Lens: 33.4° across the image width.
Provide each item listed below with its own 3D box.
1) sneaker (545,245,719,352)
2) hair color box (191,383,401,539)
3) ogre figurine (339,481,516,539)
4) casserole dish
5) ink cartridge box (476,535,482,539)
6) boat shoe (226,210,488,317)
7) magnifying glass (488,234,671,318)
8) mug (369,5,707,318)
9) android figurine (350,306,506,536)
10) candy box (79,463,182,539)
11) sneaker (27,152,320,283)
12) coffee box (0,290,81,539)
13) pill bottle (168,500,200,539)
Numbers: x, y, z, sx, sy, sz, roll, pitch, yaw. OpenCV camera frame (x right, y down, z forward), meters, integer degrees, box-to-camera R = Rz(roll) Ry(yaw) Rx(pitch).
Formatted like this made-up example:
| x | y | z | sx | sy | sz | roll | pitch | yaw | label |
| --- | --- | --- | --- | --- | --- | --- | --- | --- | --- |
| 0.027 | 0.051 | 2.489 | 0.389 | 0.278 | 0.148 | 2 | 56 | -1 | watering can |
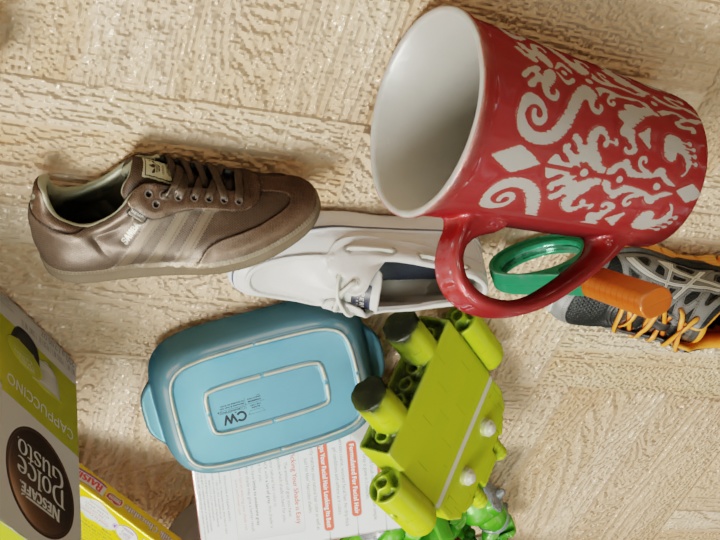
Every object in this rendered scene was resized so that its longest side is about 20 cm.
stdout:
| x | y | z | sx | sy | sz | roll | pitch | yaw | label |
| --- | --- | --- | --- | --- | --- | --- | --- | --- | --- |
| 0.247 | 0.028 | 0.977 | 0.197 | 0.078 | 0.079 | 0 | 135 | -14 | sneaker |
| -0.043 | 0.168 | 1.017 | 0.197 | 0.064 | 0.113 | -7 | 108 | -7 | hair color box |
| 0.062 | 0.244 | 1.125 | 0.197 | 0.099 | 0.121 | 7 | 144 | -6 | ogre figurine |
| -0.074 | 0.094 | 0.939 | 0.197 | 0.039 | 0.123 | -14 | 105 | -5 | casserole dish |
| 0.053 | 0.364 | 1.202 | 0.197 | 0.147 | 0.048 | -18 | 137 | 3 | ink cartridge box |
| 0.000 | 0.000 | 0.888 | 0.197 | 0.066 | 0.074 | -7 | 135 | -9 | boat shoe |
| 0.156 | 0.003 | 0.856 | 0.079 | 0.200 | 0.023 | -22 | 108 | -15 | magnifying glass |
| 0.116 | -0.066 | 0.806 | 0.197 | 0.133 | 0.180 | 9 | 108 | -29 | mug |
| 0.065 | 0.123 | 0.972 | 0.041 | 0.184 | 0.200 | 6 | 147 | 39 | android figurine |
| -0.230 | 0.221 | 1.007 | 0.199 | 0.026 | 0.102 | 39 | 121 | -8 | candy box |
| -0.126 | -0.042 | 0.810 | 0.197 | 0.071 | 0.076 | -12 | 135 | -4 | sneaker |
| -0.329 | 0.126 | 0.827 | 0.198 | 0.199 | 0.200 | -25 | 135 | 11 | coffee box |
| -0.106 | 0.306 | 1.126 | 0.109 | 0.112 | 0.201 | -16 | 136 | 1 | pill bottle |
